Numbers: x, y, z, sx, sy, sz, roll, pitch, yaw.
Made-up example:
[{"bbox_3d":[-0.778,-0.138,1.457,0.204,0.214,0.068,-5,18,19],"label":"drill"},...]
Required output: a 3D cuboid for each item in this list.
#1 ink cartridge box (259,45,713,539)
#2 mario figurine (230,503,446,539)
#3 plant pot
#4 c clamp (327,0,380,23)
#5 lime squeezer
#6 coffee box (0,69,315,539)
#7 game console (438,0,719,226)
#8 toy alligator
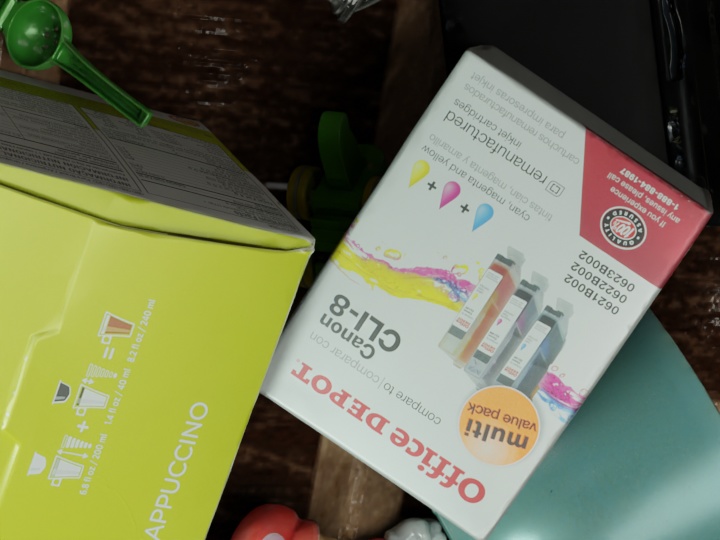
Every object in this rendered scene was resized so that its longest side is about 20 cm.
[{"bbox_3d":[0.063,0.008,1.151,0.145,0.145,0.200,34,100,2],"label":"ink cartridge box"},{"bbox_3d":[0.005,0.199,1.322,0.106,0.124,0.200,-44,126,13],"label":"mario figurine"},{"bbox_3d":[0.129,0.132,1.307,0.161,0.201,0.201,-30,120,-1],"label":"plant pot"},{"bbox_3d":[-0.053,-0.190,1.153,0.199,0.027,0.171,21,114,-10],"label":"c clamp"},{"bbox_3d":[-0.188,-0.127,1.138,0.200,0.071,0.038,33,115,-1],"label":"lime squeezer"},{"bbox_3d":[-0.170,0.022,1.125,0.199,0.198,0.200,14,105,-27],"label":"coffee box"},{"bbox_3d":[0.143,-0.118,1.266,0.176,0.116,0.201,-3,87,-52],"label":"game console"},{"bbox_3d":[0.000,0.000,1.276,0.054,0.059,0.201,-40,131,-54],"label":"toy alligator"}]
